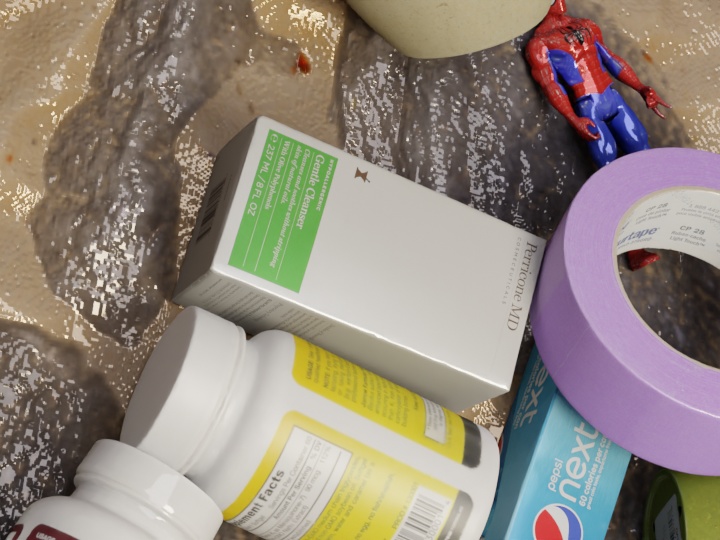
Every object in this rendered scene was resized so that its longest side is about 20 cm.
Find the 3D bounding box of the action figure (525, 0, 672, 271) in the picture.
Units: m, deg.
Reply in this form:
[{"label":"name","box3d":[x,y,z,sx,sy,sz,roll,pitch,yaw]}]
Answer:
[{"label":"action figure","box3d":[0.163,-0.102,1.348,0.065,0.052,0.201,-26,87,-21]}]

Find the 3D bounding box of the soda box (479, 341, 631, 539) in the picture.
[{"label":"soda box","box3d":[0.118,0.133,1.263,0.064,0.068,0.201,27,69,-13]}]

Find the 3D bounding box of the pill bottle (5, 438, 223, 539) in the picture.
[{"label":"pill bottle","box3d":[-0.159,0.198,1.106,0.113,0.113,0.200,36,68,-12]}]

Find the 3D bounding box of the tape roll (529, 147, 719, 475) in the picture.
[{"label":"tape roll","box3d":[0.207,0.023,1.245,0.199,0.066,0.201,9,54,-13]}]

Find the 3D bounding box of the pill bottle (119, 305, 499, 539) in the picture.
[{"label":"pill bottle","box3d":[-0.030,0.104,1.182,0.199,0.114,0.115,27,69,-16]}]

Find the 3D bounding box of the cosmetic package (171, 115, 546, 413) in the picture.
[{"label":"cosmetic package","box3d":[0.000,0.000,1.234,0.199,0.085,0.108,21,69,-16]}]

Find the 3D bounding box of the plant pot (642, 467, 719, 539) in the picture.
[{"label":"plant pot","box3d":[0.286,0.171,1.280,0.199,0.187,0.188,2,77,-9]}]

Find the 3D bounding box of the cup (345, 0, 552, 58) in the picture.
[{"label":"cup","box3d":[0.053,-0.217,1.263,0.200,0.200,0.144,-29,116,-25]}]
